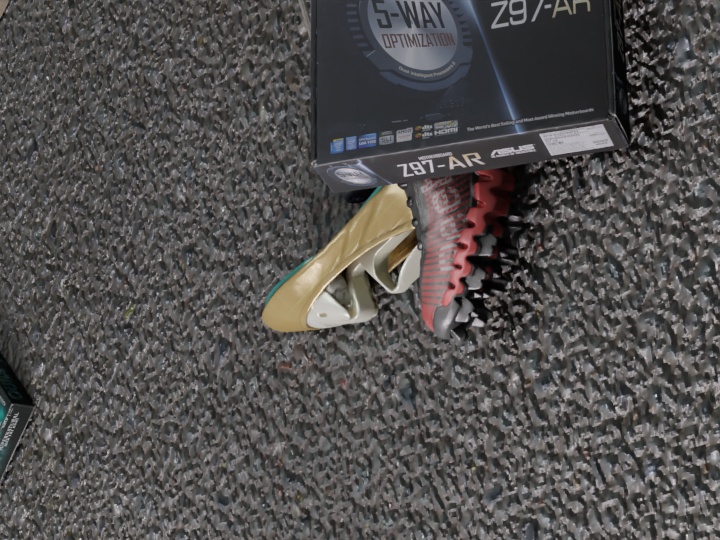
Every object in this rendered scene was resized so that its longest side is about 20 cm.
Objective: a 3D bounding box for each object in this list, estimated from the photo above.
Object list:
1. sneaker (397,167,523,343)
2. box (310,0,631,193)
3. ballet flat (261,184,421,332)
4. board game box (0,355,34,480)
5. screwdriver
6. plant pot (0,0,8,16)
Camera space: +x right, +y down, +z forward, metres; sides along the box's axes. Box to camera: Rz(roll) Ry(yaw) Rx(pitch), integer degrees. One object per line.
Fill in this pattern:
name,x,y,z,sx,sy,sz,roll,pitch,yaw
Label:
sneaker,0.058,-0.055,1.592,0.098,0.071,0.201,9,88,18
box,0.068,-0.142,1.545,0.200,0.044,0.160,-7,65,17
ballet flat,0.000,0.000,1.686,0.200,0.069,0.063,-47,63,38
board game box,-0.362,0.120,2.156,0.200,0.028,0.135,47,118,46
screwdriver,-0.021,-0.138,1.773,0.029,0.028,0.200,-19,63,16
plant pot,-0.472,-0.252,2.257,0.200,0.177,0.200,-58,43,28
